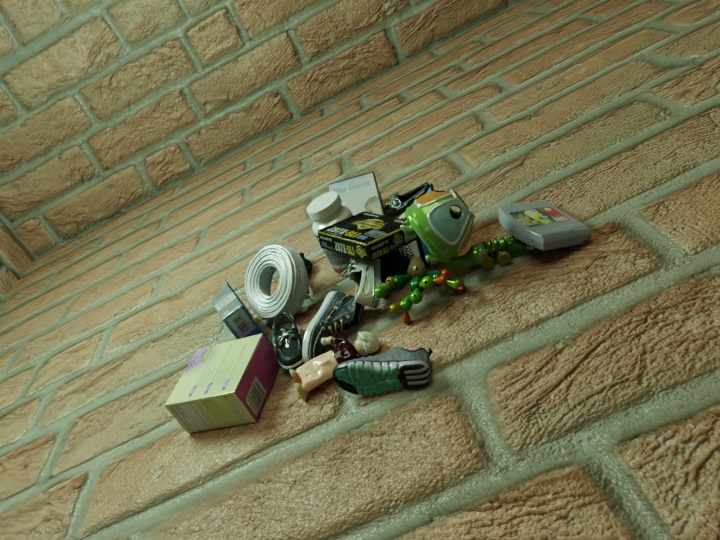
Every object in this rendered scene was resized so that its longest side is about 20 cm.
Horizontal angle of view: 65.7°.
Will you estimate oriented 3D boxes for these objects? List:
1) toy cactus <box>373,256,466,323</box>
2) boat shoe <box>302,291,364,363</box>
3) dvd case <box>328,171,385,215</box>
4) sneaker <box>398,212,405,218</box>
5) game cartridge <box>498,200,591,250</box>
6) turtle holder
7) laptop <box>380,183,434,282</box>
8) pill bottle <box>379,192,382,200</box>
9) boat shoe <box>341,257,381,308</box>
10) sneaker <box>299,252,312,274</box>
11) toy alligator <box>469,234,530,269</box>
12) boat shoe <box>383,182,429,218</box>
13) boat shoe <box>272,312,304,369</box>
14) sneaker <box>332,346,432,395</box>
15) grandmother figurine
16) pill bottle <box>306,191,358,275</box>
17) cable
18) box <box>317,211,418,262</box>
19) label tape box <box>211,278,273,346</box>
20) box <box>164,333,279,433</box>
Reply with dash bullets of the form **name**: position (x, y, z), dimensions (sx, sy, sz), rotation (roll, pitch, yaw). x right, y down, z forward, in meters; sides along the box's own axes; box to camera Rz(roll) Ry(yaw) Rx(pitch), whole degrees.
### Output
- **toy cactus**: position (0.131, 0.029, 1.230), dimensions (0.196, 0.104, 0.166), rotation (-16, 28, 13)
- **boat shoe**: position (-0.059, 0.128, 1.266), dimensions (0.089, 0.072, 0.202), rotation (3, 48, 26)
- **dvd case**: position (-0.005, -0.178, 1.603), dimensions (0.140, 0.018, 0.204), rotation (-15, 70, 4)
- **sneaker**: position (0.100, -0.093, 1.464), dimensions (0.199, 0.076, 0.087), rotation (-37, 30, -12)
- **game cartridge**: position (0.388, -0.102, 1.218), dimensions (0.130, 0.042, 0.201), rotation (-13, 28, -10)
- **turtle holder**: position (0.183, -0.086, 1.188), dimensions (0.131, 0.187, 0.140), rotation (-41, -19, 15)
- **laptop**: position (0.106, -0.088, 1.361), dimensions (0.196, 0.104, 0.180), rotation (-15, 53, 8)
- **pill bottle**: position (-0.037, -0.181, 1.684), dimensions (0.199, 0.114, 0.112), rotation (-38, 30, -17)
- **boat shoe**: position (-0.001, 0.004, 1.317), dimensions (0.084, 0.075, 0.205), rotation (10, 44, -12)
- **sneaker**: position (-0.177, 0.000, 1.573), dimensions (0.086, 0.077, 0.201), rotation (-23, 29, -2)
- **toy alligator**: position (0.319, -0.052, 1.226), dimensions (0.196, 0.055, 0.060), rotation (-17, 31, 22)
- **boat shoe**: position (0.118, -0.195, 1.621), dimensions (0.196, 0.062, 0.076), rotation (-19, 32, 19)
- **boat shoe**: position (-0.172, 0.161, 1.299), dimensions (0.074, 0.061, 0.200), rotation (-25, 22, -9)
- **sneaker**: position (0.045, 0.190, 1.091), dimensions (0.196, 0.076, 0.088), rotation (-4, 25, 19)
- **grandmother figurine**: position (-0.051, 0.188, 1.181), dimensions (0.197, 0.061, 0.123), rotation (-27, 61, -4)
- **pill bottle**: position (-0.059, -0.098, 1.482), dimensions (0.114, 0.202, 0.117), rotation (-21, 30, 13)
- **cable**: position (-0.223, 0.035, 1.463), dimensions (0.198, 0.069, 0.204), rotation (-28, 66, 30)
- **box**: position (0.015, -0.085, 1.336), dimensions (0.158, 0.050, 0.198), rotation (-27, 28, -31)
- **label tape box**: position (-0.310, 0.123, 1.422), dimensions (0.063, 0.146, 0.199), rotation (-36, 29, -11)
- **box**: position (-0.305, 0.255, 1.260), dimensions (0.196, 0.098, 0.177), rotation (-15, 32, 23)
